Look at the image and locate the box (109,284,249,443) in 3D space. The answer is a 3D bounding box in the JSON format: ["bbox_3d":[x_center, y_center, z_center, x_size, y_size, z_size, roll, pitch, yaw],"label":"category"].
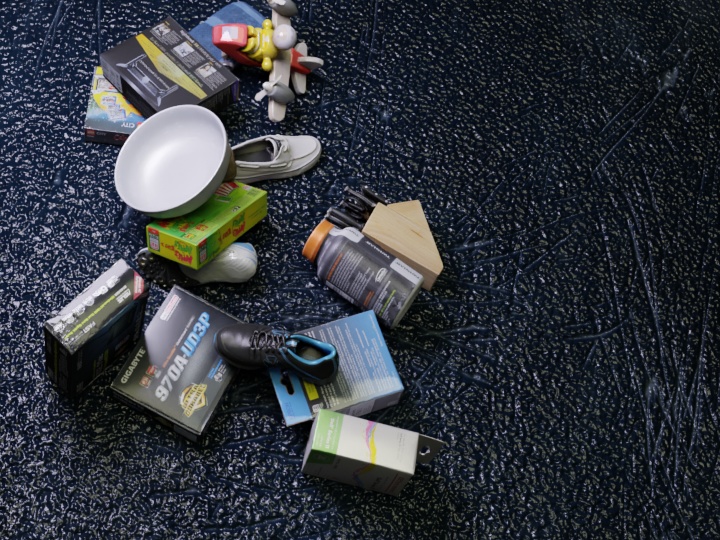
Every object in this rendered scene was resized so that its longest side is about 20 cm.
[{"bbox_3d":[-0.271,0.144,1.561,0.157,0.046,0.202,27,60,3],"label":"box"}]

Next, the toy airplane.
[{"bbox_3d":[-0.148,-0.397,1.811,0.199,0.140,0.201,-44,104,-32],"label":"toy airplane"}]

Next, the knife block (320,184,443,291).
[{"bbox_3d":[0.032,-0.053,1.730,0.172,0.064,0.203,-11,65,-18],"label":"knife block"}]

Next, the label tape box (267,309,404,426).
[{"bbox_3d":[-0.048,0.163,1.592,0.196,0.064,0.146,-15,66,-16],"label":"label tape box"}]

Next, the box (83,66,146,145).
[{"bbox_3d":[-0.380,-0.283,1.775,0.196,0.038,0.139,6,60,-10],"label":"box"}]

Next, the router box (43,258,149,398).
[{"bbox_3d":[-0.388,0.089,1.473,0.062,0.201,0.150,42,61,7],"label":"router box"}]

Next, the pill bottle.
[{"bbox_3d":[0.000,0.000,1.668,0.198,0.107,0.107,35,60,7],"label":"pill bottle"}]

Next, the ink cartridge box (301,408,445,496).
[{"bbox_3d":[0.018,0.281,1.512,0.196,0.118,0.068,14,60,-4],"label":"ink cartridge box"}]

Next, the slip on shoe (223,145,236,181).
[{"bbox_3d":[-0.300,-0.183,1.708,0.196,0.061,0.077,-1,52,21],"label":"slip on shoe"}]

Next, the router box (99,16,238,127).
[{"bbox_3d":[-0.333,-0.337,1.748,0.156,0.053,0.200,-36,67,-26],"label":"router box"}]

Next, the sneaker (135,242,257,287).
[{"bbox_3d":[-0.267,-0.016,1.646,0.195,0.073,0.073,1,33,-8],"label":"sneaker"}]

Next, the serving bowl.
[{"bbox_3d":[-0.293,-0.165,1.612,0.196,0.066,0.204,-9,60,16],"label":"serving bowl"}]

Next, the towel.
[{"bbox_3d":[-0.260,-0.428,1.876,0.111,0.049,0.200,40,61,11],"label":"towel"}]

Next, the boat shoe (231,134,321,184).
[{"bbox_3d":[-0.154,-0.208,1.766,0.197,0.066,0.073,-13,64,-24],"label":"boat shoe"}]

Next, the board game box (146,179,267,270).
[{"bbox_3d":[-0.247,-0.081,1.637,0.100,0.048,0.200,19,37,22],"label":"board game box"}]

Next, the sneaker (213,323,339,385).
[{"bbox_3d":[-0.125,0.113,1.521,0.196,0.082,0.075,12,63,-2],"label":"sneaker"}]
